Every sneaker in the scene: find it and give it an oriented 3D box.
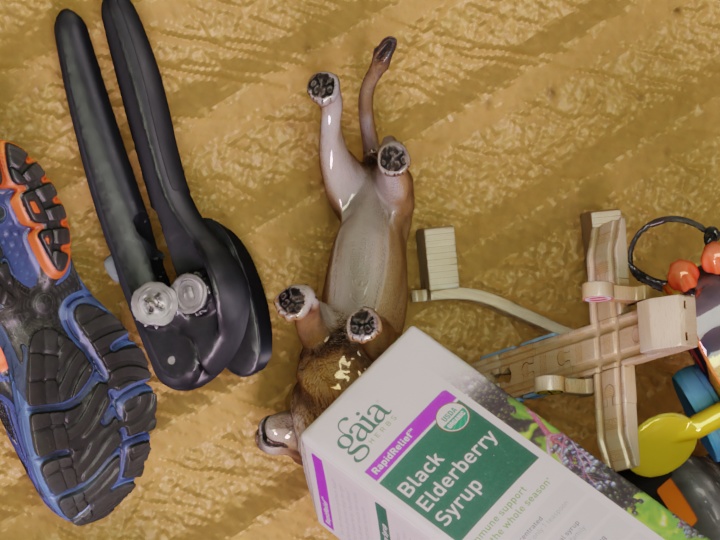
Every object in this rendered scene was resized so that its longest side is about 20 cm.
[{"bbox_3d":[-0.159,0.028,1.376,0.075,0.078,0.201,-27,108,-29],"label":"sneaker"}]

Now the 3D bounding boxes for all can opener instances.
[{"bbox_3d":[-0.104,-0.037,1.390,0.063,0.079,0.201,-24,84,8],"label":"can opener"}]

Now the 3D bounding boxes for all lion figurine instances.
[{"bbox_3d":[0.000,0.000,1.390,0.072,0.123,0.201,11,71,15],"label":"lion figurine"}]

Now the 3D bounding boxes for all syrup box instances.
[{"bbox_3d":[0.071,0.121,1.294,0.200,0.082,0.079,36,67,25],"label":"syrup box"}]

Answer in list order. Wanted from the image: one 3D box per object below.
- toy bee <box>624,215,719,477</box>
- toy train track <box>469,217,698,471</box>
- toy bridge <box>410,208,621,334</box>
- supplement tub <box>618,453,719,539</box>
[{"bbox_3d":[0.167,0.042,1.324,0.200,0.109,0.131,38,78,28],"label":"toy bee"},{"bbox_3d":[0.082,0.042,1.344,0.032,0.200,0.116,6,75,-31],"label":"toy train track"},{"bbox_3d":[0.123,0.003,1.436,0.199,0.027,0.068,-6,90,-8],"label":"toy bridge"},{"bbox_3d":[0.117,0.165,1.382,0.199,0.123,0.123,-24,92,-9],"label":"supplement tub"}]
